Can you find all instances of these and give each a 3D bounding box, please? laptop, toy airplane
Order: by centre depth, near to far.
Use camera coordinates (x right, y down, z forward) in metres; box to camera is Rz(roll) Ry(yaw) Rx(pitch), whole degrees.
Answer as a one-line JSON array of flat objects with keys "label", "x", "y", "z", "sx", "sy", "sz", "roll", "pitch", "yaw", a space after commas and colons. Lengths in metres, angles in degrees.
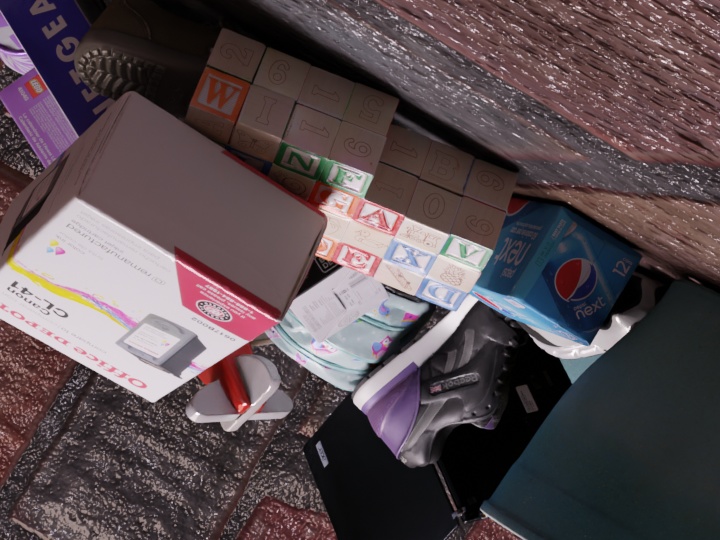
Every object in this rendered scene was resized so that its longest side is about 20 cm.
[{"label": "laptop", "x": 0.074, "y": 0.149, "z": 1.764, "sx": 0.103, "sy": 0.199, "sz": 0.178, "roll": 90, "pitch": 161, "yaw": -48}, {"label": "toy airplane", "x": -0.116, "y": 0.029, "z": 1.800, "sx": 0.199, "sy": 0.141, "sz": 0.200, "roll": 25, "pitch": -155, "yaw": -1}]

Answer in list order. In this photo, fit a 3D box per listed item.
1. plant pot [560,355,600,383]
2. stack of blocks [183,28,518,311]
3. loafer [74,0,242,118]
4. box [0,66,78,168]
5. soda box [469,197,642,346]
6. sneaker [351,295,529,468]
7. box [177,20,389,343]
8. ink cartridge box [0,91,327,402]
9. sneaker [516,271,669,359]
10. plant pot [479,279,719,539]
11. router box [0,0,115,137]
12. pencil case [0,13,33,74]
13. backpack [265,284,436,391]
[{"label": "plant pot", "x": 0.173, "y": 0.086, "z": 1.909, "sx": 0.200, "sy": 0.135, "sz": 0.200, "roll": 31, "pitch": 178, "yaw": 1}, {"label": "stack of blocks", "x": -0.011, "y": -0.058, "z": 1.366, "sx": 0.199, "sy": 0.059, "sz": 0.115, "roll": 22, "pitch": 151, "yaw": -3}, {"label": "loafer", "x": -0.079, "y": -0.127, "z": 1.433, "sx": 0.200, "sy": 0.070, "sz": 0.075, "roll": 21, "pitch": 146, "yaw": -16}, {"label": "box", "x": -0.172, "y": -0.042, "z": 1.602, "sx": 0.200, "sy": 0.039, "sz": 0.137, "roll": 56, "pitch": -178, "yaw": 14}, {"label": "soda box", "x": 0.113, "y": -0.004, "z": 1.475, "sx": 0.064, "sy": 0.068, "sz": 0.200, "roll": 31, "pitch": 178, "yaw": -12}, {"label": "sneaker", "x": 0.094, "y": 0.069, "z": 1.680, "sx": 0.088, "sy": 0.200, "sz": 0.076, "roll": 54, "pitch": -160, "yaw": 16}, {"label": "box", "x": -0.064, "y": -0.059, "z": 1.526, "sx": 0.200, "sy": 0.060, "sz": 0.117, "roll": 57, "pitch": 180, "yaw": 17}, {"label": "ink cartridge box", "x": -0.133, "y": -0.008, "z": 1.382, "sx": 0.147, "sy": 0.086, "sz": 0.200, "roll": 31, "pitch": 149, "yaw": -16}, {"label": "sneaker", "x": 0.160, "y": 0.019, "z": 1.534, "sx": 0.080, "sy": 0.074, "sz": 0.200, "roll": 40, "pitch": 167, "yaw": -29}, {"label": "plant pot", "x": 0.204, "y": 0.115, "z": 1.382, "sx": 0.200, "sy": 0.188, "sz": 0.200, "roll": 30, "pitch": 179, "yaw": 1}, {"label": "router box", "x": -0.179, "y": -0.130, "z": 1.583, "sx": 0.200, "sy": 0.049, "sz": 0.180, "roll": 57, "pitch": -177, "yaw": 18}, {"label": "pencil case", "x": -0.278, "y": -0.206, "z": 1.877, "sx": 0.085, "sy": 0.084, "sz": 0.200, "roll": -4, "pitch": 178, "yaw": -2}, {"label": "backpack", "x": 0.000, "y": 0.000, "z": 1.748, "sx": 0.167, "sy": 0.127, "sz": 0.200, "roll": 25, "pitch": -157, "yaw": -5}]
